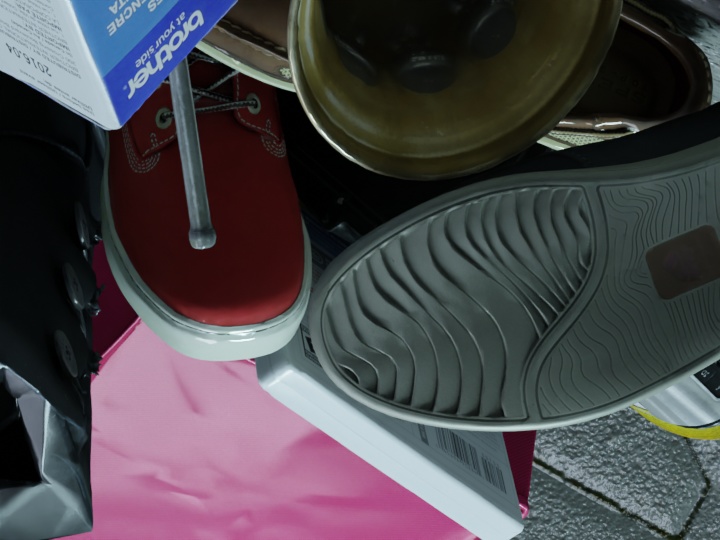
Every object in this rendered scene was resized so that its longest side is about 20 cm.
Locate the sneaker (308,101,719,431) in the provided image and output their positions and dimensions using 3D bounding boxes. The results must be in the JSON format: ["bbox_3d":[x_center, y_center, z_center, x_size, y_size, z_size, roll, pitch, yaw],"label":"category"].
[{"bbox_3d":[0.078,-0.006,0.804,0.199,0.075,0.106,-15,-172,-5],"label":"sneaker"}]

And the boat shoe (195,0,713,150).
[{"bbox_3d":[0.022,-0.088,0.874,0.201,0.075,0.075,14,-179,-2],"label":"boat shoe"}]

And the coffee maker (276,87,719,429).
[{"bbox_3d":[0.069,-0.044,1.047,0.200,0.135,0.193,32,-150,-47],"label":"coffee maker"}]

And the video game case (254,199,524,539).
[{"bbox_3d":[0.000,0.000,1.047,0.143,0.018,0.200,37,-151,-38],"label":"video game case"}]

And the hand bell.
[{"bbox_3d":[-0.009,-0.116,0.822,0.104,0.104,0.200,30,-169,-34],"label":"hand bell"}]

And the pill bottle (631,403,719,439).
[{"bbox_3d":[0.166,0.023,1.290,0.112,0.113,0.200,29,178,16],"label":"pill bottle"}]

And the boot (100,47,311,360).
[{"bbox_3d":[-0.060,-0.078,0.940,0.072,0.145,0.200,-6,-132,-12],"label":"boot"}]

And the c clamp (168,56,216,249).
[{"bbox_3d":[-0.092,-0.116,0.879,0.027,0.172,0.200,-8,-160,-19],"label":"c clamp"}]

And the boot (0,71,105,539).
[{"bbox_3d":[-0.137,-0.023,0.944,0.200,0.065,0.165,-87,-27,-49],"label":"boot"}]

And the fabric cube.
[{"bbox_3d":[-0.043,0.035,1.203,0.196,0.200,0.200,29,135,-20],"label":"fabric cube"}]

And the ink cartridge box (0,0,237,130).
[{"bbox_3d":[-0.107,-0.127,0.712,0.136,0.076,0.200,30,155,27],"label":"ink cartridge box"}]
